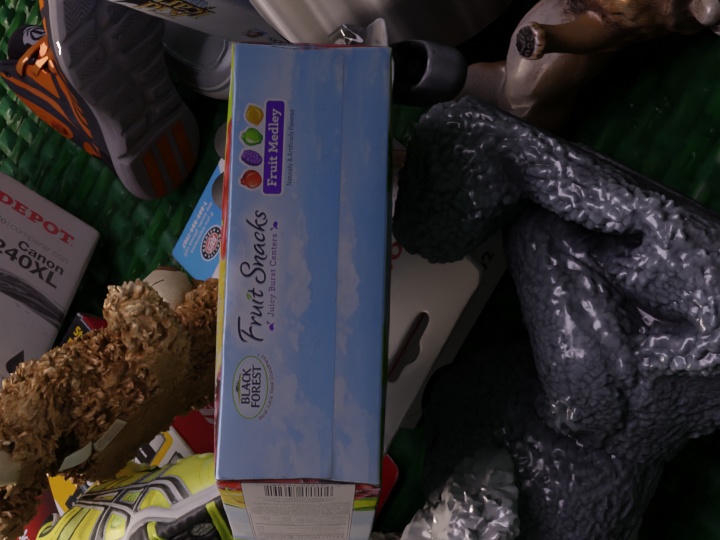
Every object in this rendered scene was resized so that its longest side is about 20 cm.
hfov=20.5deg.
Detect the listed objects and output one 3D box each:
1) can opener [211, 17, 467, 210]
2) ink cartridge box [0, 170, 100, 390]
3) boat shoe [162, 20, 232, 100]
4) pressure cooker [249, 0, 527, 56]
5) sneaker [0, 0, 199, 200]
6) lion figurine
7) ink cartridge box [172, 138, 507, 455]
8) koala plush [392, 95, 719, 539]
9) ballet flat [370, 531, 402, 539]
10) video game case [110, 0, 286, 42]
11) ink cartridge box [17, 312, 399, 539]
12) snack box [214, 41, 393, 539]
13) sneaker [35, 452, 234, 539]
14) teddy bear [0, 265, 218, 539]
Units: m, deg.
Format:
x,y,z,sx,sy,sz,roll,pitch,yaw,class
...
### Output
x,y,z,sx,sy,sz,roll,pitch,yaw,class
-0.012,-0.066,0.940,0.200,0.067,0.054,153,121,-66,can opener
-0.252,0.023,1.142,0.083,0.145,0.200,-45,19,38,ink cartridge box
-0.126,-0.168,1.174,0.201,0.071,0.070,48,114,39,boat shoe
0.007,-0.193,0.974,0.176,0.200,0.179,-44,69,-1,pressure cooker
-0.166,-0.129,1.124,0.112,0.200,0.078,29,57,32,sneaker
0.093,-0.101,0.935,0.200,0.122,0.073,-36,70,49,lion figurine
0.000,0.000,1.016,0.200,0.068,0.115,44,112,41,ink cartridge box
0.091,0.057,0.849,0.184,0.177,0.200,30,98,30,koala plush
0.033,0.206,0.941,0.076,0.064,0.200,-53,50,21,ballet flat
-0.088,-0.228,1.075,0.045,0.181,0.201,-19,68,41,video game case
-0.097,0.117,1.073,0.200,0.084,0.176,43,109,41,ink cartridge box
-0.022,0.020,0.816,0.067,0.200,0.169,2,75,0,snack box
-0.097,0.119,0.966,0.200,0.075,0.077,-30,49,26,sneaker
-0.129,0.056,0.948,0.200,0.145,0.067,-39,70,-16,teddy bear
